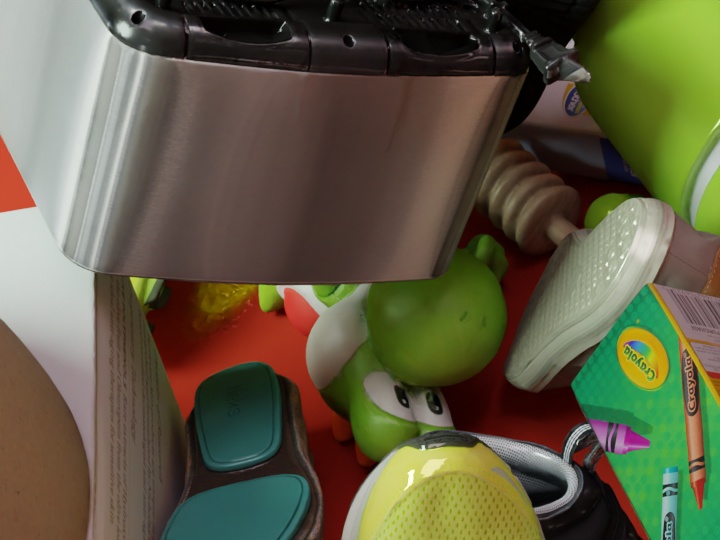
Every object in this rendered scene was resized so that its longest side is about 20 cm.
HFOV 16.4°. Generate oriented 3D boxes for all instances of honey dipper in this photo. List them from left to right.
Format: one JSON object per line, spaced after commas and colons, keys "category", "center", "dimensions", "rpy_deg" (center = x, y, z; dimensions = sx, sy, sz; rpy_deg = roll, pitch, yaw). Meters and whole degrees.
{"category": "honey dipper", "center": [0.120, 0.009, 1.104], "dimensions": [0.038, 0.038, 0.200], "rpy_deg": [-35, 54, -17]}

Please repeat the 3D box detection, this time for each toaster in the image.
{"category": "toaster", "center": [-0.043, -0.086, 0.995], "dimensions": [0.180, 0.119, 0.200], "rpy_deg": [0, 34, -27]}

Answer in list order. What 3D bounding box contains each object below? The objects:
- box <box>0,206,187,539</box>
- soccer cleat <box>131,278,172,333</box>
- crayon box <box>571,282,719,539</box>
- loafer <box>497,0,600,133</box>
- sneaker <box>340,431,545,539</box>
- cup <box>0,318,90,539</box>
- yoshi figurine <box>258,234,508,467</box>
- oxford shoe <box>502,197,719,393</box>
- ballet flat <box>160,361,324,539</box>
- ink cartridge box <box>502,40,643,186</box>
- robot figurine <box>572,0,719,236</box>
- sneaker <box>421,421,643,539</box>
{"category": "box", "center": [-0.177, 0.109, 0.995], "dimensions": [0.198, 0.172, 0.200], "rpy_deg": [-9, 49, 5]}
{"category": "soccer cleat", "center": [-0.117, -0.054, 1.170], "dimensions": [0.083, 0.065, 0.201], "rpy_deg": [11, 64, -8]}
{"category": "crayon box", "center": [0.189, 0.079, 0.931], "dimensions": [0.200, 0.058, 0.119], "rpy_deg": [12, 35, -32]}
{"category": "loafer", "center": [0.061, -0.120, 1.093], "dimensions": [0.073, 0.200, 0.072], "rpy_deg": [22, 63, -15]}
{"category": "sneaker", "center": [0.035, 0.157, 0.881], "dimensions": [0.078, 0.201, 0.090], "rpy_deg": [-3, 13, -4]}
{"category": "cup", "center": [-0.205, 0.052, 0.841], "dimensions": [0.200, 0.143, 0.201], "rpy_deg": [-6, 51, 7]}
{"category": "yoshi figurine", "center": [0.013, -0.008, 1.098], "dimensions": [0.112, 0.112, 0.200], "rpy_deg": [-14, 51, -8]}
{"category": "oxford shoe", "center": [0.104, 0.018, 1.019], "dimensions": [0.058, 0.200, 0.075], "rpy_deg": [22, 76, -8]}
{"category": "ballet flat", "center": [-0.040, 0.105, 1.002], "dimensions": [0.068, 0.067, 0.200], "rpy_deg": [-12, 23, 9]}
{"category": "ink cartridge box", "center": [0.097, -0.103, 1.202], "dimensions": [0.199, 0.042, 0.120], "rpy_deg": [9, 54, 24]}
{"category": "robot figurine", "center": [0.166, -0.070, 1.054], "dimensions": [0.115, 0.176, 0.200], "rpy_deg": [-2, 44, -35]}
{"category": "sneaker", "center": [0.021, 0.130, 0.963], "dimensions": [0.200, 0.114, 0.075], "rpy_deg": [-28, 39, -13]}
